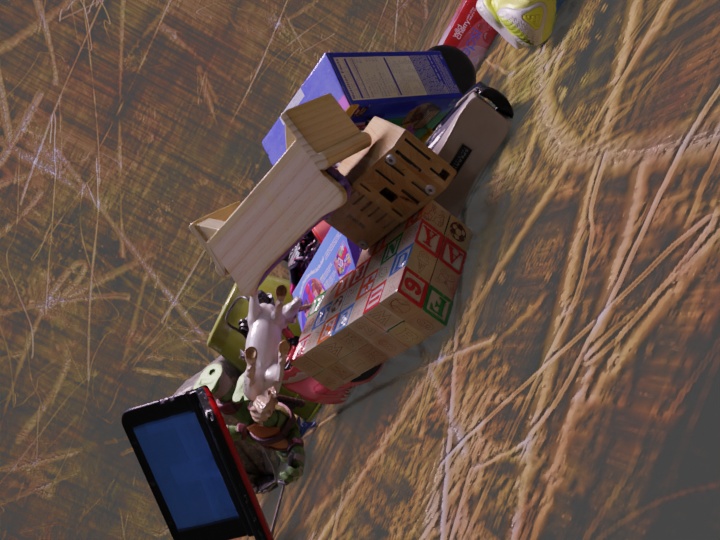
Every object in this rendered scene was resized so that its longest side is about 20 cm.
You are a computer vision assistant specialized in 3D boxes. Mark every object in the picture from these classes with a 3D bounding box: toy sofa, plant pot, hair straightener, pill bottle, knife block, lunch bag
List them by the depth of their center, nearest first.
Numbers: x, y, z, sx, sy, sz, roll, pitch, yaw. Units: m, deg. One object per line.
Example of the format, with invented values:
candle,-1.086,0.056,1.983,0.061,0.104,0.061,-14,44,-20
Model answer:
toy sofa,-0.074,-0.069,0.757,0.200,0.098,0.083,-41,-3,38
knife block,0.030,-0.119,0.784,0.199,0.063,0.178,-37,26,49
hair straightener,-0.120,0.095,0.976,0.076,0.041,0.201,-30,-37,-8
pill bottle,0.093,-0.240,1.113,0.113,0.110,0.200,-65,6,-16
plant pot,-0.122,0.096,1.165,0.203,0.190,0.201,-61,8,14
lunch bag,-0.194,0.242,1.181,0.117,0.202,0.164,-35,5,1

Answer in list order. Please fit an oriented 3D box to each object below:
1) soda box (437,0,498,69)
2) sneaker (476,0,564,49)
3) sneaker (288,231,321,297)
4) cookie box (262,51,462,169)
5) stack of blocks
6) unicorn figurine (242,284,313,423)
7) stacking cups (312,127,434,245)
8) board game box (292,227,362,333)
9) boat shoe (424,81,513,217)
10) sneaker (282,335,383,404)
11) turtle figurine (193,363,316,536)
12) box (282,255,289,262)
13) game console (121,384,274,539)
soda box,0.152,-0.336,1.194,0.201,0.069,0.064,-58,7,39
sneaker,0.191,-0.302,0.838,0.105,0.075,0.201,-49,18,15
sneaker,-0.062,-0.039,1.056,0.075,0.079,0.202,-54,-23,-40
cookie box,0.002,-0.188,0.957,0.198,0.076,0.171,-15,-18,-41
stack of blocks,0.017,0.029,0.760,0.199,0.058,0.116,-37,25,48
unicorn figurine,-0.099,0.073,0.851,0.138,0.072,0.203,100,-173,-57
stacking cups,0.026,-0.098,0.982,0.199,0.061,0.061,-38,8,1
board game box,-0.024,0.039,0.967,0.201,0.044,0.137,-54,46,52
boat shoe,0.097,-0.114,0.840,0.201,0.074,0.093,-51,7,25
sneaker,-0.027,0.117,0.908,0.198,0.087,0.074,-12,41,51
turtle figurine,-0.146,0.227,0.993,0.199,0.196,0.144,-36,39,-15
box,-0.016,-0.069,1.158,0.200,0.146,0.106,-52,12,55
game console,-0.193,0.255,0.908,0.117,0.203,0.172,-24,12,-14
